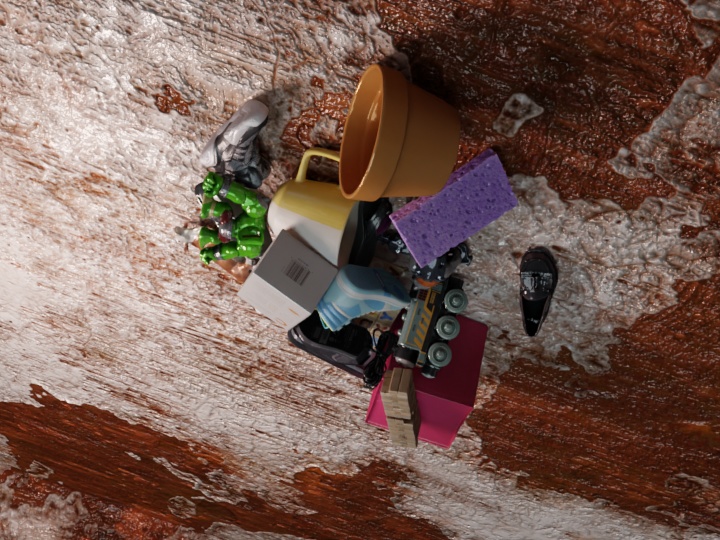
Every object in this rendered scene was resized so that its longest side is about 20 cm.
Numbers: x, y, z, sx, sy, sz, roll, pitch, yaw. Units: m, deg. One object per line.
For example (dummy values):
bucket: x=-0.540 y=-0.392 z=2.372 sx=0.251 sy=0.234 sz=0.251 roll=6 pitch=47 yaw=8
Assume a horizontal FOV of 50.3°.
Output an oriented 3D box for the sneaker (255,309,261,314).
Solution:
sneaker: x=-0.183 y=0.023 z=1.598 sx=0.072 sy=0.073 sz=0.200 roll=23 pitch=138 yaw=-16

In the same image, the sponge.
sponge: x=0.156 y=-0.100 z=1.263 sx=0.199 sy=0.030 sz=0.112 roll=-34 pitch=125 yaw=3

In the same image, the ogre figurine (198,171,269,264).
ogre figurine: x=-0.230 y=-0.084 z=1.388 sx=0.118 sy=0.098 sz=0.203 roll=9 pitch=114 yaw=-6

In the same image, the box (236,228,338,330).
box: x=-0.136 y=0.022 z=1.389 sx=0.124 sy=0.098 sz=0.200 roll=35 pitch=160 yaw=-7

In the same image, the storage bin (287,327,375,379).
storage bin: x=-0.032 y=0.106 z=1.604 sx=0.198 sy=0.146 sz=0.135 roll=29 pitch=114 yaw=-13

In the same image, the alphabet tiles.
alphabet tiles: x=0.000 y=0.055 z=1.492 sx=0.165 sy=0.008 sz=0.201 roll=22 pitch=122 yaw=-10

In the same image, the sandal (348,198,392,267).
sandal: x=0.028 y=-0.081 z=1.358 sx=0.048 sy=0.075 sz=0.203 roll=31 pitch=129 yaw=27

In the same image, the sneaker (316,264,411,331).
sneaker: x=-0.004 y=0.060 z=1.412 sx=0.199 sy=0.080 sz=0.131 roll=17 pitch=127 yaw=-47

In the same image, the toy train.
toy train: x=0.134 y=0.101 z=1.478 sx=0.112 sy=0.203 sz=0.085 roll=18 pitch=173 yaw=3

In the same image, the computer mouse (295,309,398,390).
computer mouse: x=-0.037 y=0.147 z=1.485 sx=0.198 sy=0.139 sz=0.053 roll=24 pitch=140 yaw=4

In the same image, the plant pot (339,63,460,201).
plant pot: x=0.062 y=-0.195 z=1.159 sx=0.138 sy=0.203 sz=0.201 roll=10 pitch=144 yaw=-16

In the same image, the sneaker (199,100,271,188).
sneaker: x=-0.189 y=-0.212 z=1.323 sx=0.113 sy=0.076 sz=0.199 roll=37 pitch=144 yaw=-23

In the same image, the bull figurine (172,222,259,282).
bull figurine: x=-0.281 y=-0.049 z=1.555 sx=0.199 sy=0.066 sz=0.121 roll=35 pitch=142 yaw=-21

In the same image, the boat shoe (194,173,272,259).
boat shoe: x=-0.242 y=-0.098 z=1.483 sx=0.060 sy=0.076 sz=0.201 roll=-15 pitch=119 yaw=34

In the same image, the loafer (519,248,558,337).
loafer: x=0.329 y=0.046 z=1.428 sx=0.071 sy=0.064 sz=0.202 roll=6 pitch=140 yaw=15

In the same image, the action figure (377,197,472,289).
action figure: x=0.105 y=-0.045 z=1.382 sx=0.197 sy=0.105 sz=0.196 roll=7 pitch=131 yaw=9

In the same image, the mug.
mug: x=-0.075 y=-0.111 z=1.373 sx=0.151 sy=0.189 sz=0.149 roll=19 pitch=175 yaw=13

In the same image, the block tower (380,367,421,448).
block tower: x=0.080 y=0.267 z=1.479 sx=0.053 sy=0.058 sz=0.202 roll=6 pitch=138 yaw=15

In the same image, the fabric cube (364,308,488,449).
fabric cube: x=0.135 y=0.216 z=1.600 sx=0.193 sy=0.201 sz=0.201 roll=18 pitch=142 yaw=1
